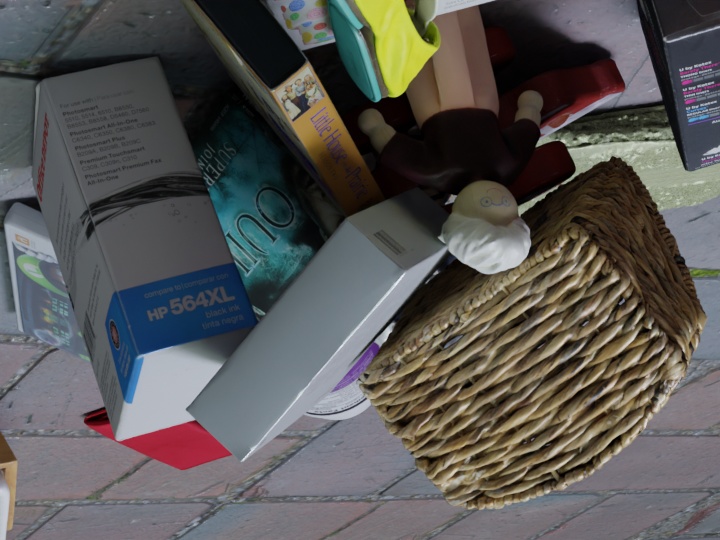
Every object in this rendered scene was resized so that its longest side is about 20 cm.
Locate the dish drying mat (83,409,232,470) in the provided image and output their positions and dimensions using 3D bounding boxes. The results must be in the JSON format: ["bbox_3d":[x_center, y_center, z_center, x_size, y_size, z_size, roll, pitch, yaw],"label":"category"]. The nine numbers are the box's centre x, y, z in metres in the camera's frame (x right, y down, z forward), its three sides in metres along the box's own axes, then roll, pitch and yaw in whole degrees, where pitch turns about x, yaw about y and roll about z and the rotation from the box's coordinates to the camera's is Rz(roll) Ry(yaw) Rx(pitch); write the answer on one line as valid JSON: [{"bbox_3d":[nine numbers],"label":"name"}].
[{"bbox_3d":[-0.189,0.159,1.848,0.076,0.018,0.200,-19,158,16],"label":"dish drying mat"}]

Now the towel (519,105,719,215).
[{"bbox_3d":[0.212,-0.081,1.487,0.199,0.037,0.149,-8,158,-13],"label":"towel"}]

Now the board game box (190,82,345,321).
[{"bbox_3d":[-0.075,-0.033,1.326,0.028,0.135,0.200,-45,179,-37],"label":"board game box"}]

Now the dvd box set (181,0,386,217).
[{"bbox_3d":[-0.056,-0.119,1.111,0.029,0.146,0.200,-38,156,-2],"label":"dvd box set"}]

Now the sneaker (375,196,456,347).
[{"bbox_3d":[0.000,0.000,1.412,0.129,0.200,0.080,-9,124,21],"label":"sneaker"}]

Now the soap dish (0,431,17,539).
[{"bbox_3d":[-0.399,0.205,1.750,0.156,0.082,0.200,-7,156,-15],"label":"soap dish"}]

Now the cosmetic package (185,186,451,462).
[{"bbox_3d":[-0.015,0.027,1.160,0.151,0.052,0.200,-51,174,14],"label":"cosmetic package"}]

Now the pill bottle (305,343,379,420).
[{"bbox_3d":[-0.033,0.057,1.572,0.111,0.112,0.200,-14,158,3],"label":"pill bottle"}]

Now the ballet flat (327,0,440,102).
[{"bbox_3d":[0.008,-0.156,1.029,0.067,0.067,0.200,-35,160,-2],"label":"ballet flat"}]

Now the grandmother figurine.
[{"bbox_3d":[0.059,-0.090,1.163,0.120,0.201,0.061,-11,158,-7],"label":"grandmother figurine"}]

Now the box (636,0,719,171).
[{"bbox_3d":[0.231,-0.164,1.190,0.105,0.123,0.200,-16,158,8],"label":"box"}]

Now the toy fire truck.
[{"bbox_3d":[0.078,-0.085,1.324,0.199,0.113,0.168,-31,173,26],"label":"toy fire truck"}]

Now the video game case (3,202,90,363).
[{"bbox_3d":[-0.179,0.036,1.427,0.181,0.023,0.200,24,155,4],"label":"video game case"}]

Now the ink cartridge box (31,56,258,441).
[{"bbox_3d":[-0.144,-0.014,1.224,0.084,0.201,0.146,-14,159,-18],"label":"ink cartridge box"}]

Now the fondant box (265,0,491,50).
[{"bbox_3d":[0.006,-0.205,1.052,0.143,0.059,0.200,-14,157,2],"label":"fondant box"}]

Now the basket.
[{"bbox_3d":[0.123,0.047,1.231,0.200,0.143,0.149,-36,-172,26],"label":"basket"}]
